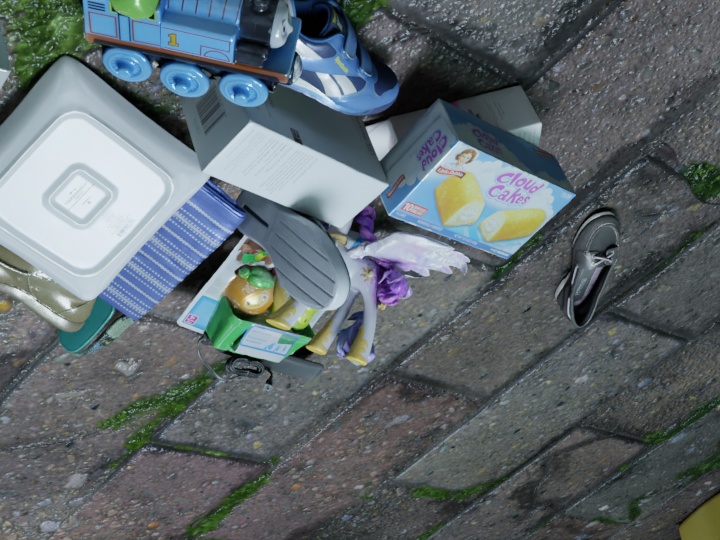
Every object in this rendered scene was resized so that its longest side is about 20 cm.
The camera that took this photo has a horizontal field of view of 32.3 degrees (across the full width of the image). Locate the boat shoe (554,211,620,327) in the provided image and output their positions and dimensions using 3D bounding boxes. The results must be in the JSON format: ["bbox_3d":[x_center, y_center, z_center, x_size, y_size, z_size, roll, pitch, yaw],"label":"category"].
[{"bbox_3d":[0.317,0.002,1.696,0.067,0.057,0.200,-10,144,-16],"label":"boat shoe"}]

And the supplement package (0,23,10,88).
[{"bbox_3d":[-0.403,-0.161,1.009,0.150,0.152,0.200,11,134,-39],"label":"supplement package"}]

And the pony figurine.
[{"bbox_3d":[0.000,0.000,1.390,0.192,0.201,0.166,26,164,-17],"label":"pony figurine"}]

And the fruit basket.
[{"bbox_3d":[-0.091,0.020,1.475,0.185,0.094,0.200,19,126,-43],"label":"fruit basket"}]

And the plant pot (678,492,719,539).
[{"bbox_3d":[0.796,0.583,2.635,0.199,0.201,0.176,17,142,-42],"label":"plant pot"}]

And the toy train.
[{"bbox_3d":[-0.147,-0.212,1.088,0.199,0.087,0.114,12,151,-1],"label":"toy train"}]

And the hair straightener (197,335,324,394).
[{"bbox_3d":[-0.126,0.117,1.598,0.199,0.077,0.041,17,133,-42],"label":"hair straightener"}]

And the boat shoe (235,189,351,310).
[{"bbox_3d":[-0.056,-0.027,1.285,0.071,0.200,0.072,9,118,-41],"label":"boat shoe"}]

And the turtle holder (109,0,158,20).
[{"bbox_3d":[-0.239,-0.277,0.951,0.185,0.142,0.132,4,158,-31],"label":"turtle holder"}]

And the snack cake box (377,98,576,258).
[{"bbox_3d":[0.123,-0.094,1.336,0.199,0.067,0.115,18,129,-42],"label":"snack cake box"}]

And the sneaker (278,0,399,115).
[{"bbox_3d":[-0.028,-0.212,1.211,0.199,0.074,0.082,14,130,-42],"label":"sneaker"}]

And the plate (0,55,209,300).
[{"bbox_3d":[-0.275,-0.078,1.220,0.200,0.032,0.200,-45,126,10],"label":"plate"}]

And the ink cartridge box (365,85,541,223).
[{"bbox_3d":[0.095,-0.124,1.397,0.199,0.068,0.117,-15,145,-9],"label":"ink cartridge box"}]

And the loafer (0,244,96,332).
[{"bbox_3d":[-0.354,-0.012,1.297,0.067,0.076,0.200,-44,128,11],"label":"loafer"}]

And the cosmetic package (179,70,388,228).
[{"bbox_3d":[-0.076,-0.131,1.262,0.200,0.113,0.081,17,131,-44],"label":"cosmetic package"}]

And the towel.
[{"bbox_3d":[-0.234,-0.044,1.322,0.145,0.024,0.200,39,119,-21],"label":"towel"}]

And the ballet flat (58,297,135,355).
[{"bbox_3d":[-0.265,0.025,1.425,0.200,0.074,0.074,-36,143,23],"label":"ballet flat"}]
